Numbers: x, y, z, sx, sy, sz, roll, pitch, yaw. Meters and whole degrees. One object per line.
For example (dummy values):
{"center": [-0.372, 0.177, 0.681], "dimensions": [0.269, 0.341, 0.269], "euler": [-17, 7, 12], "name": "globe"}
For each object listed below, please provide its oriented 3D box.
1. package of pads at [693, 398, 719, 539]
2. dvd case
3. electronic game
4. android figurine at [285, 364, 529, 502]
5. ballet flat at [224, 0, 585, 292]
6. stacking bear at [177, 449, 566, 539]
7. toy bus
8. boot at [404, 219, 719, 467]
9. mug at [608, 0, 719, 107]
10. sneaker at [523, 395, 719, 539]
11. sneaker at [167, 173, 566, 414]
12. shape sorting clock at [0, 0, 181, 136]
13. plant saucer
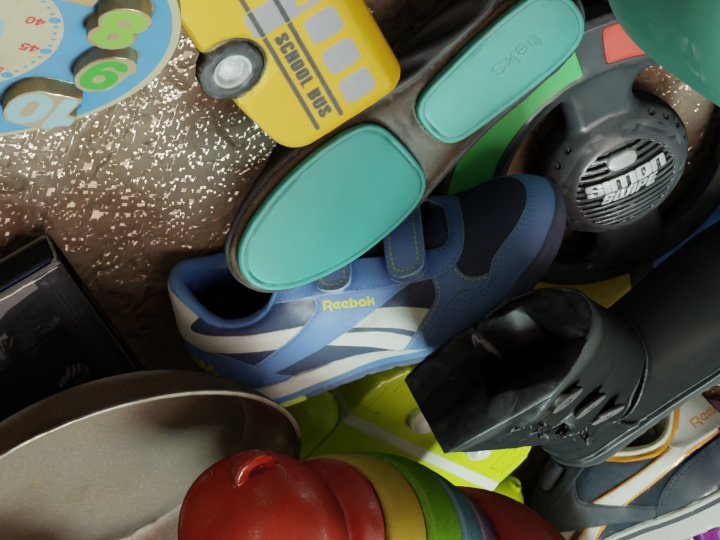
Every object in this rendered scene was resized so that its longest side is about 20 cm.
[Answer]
{"center": [0.280, 0.142, 1.457], "dimensions": [0.199, 0.121, 0.076], "euler": [8, 125, -34], "name": "package of pads"}
{"center": [-0.200, 0.083, 1.208], "dimensions": [0.200, 0.025, 0.150], "euler": [-29, 137, 0], "name": "dvd case"}
{"center": [0.124, -0.052, 1.252], "dimensions": [0.199, 0.042, 0.200], "euler": [-14, 135, -15], "name": "electronic game"}
{"center": [0.011, 0.105, 1.330], "dimensions": [0.200, 0.041, 0.182], "euler": [-44, 135, 17], "name": "android figurine"}
{"center": [0.015, -0.068, 1.156], "dimensions": [0.200, 0.073, 0.073], "euler": [-40, 136, 0], "name": "ballet flat"}
{"center": [-0.007, 0.137, 1.206], "dimensions": [0.122, 0.114, 0.200], "euler": [-51, 143, 12], "name": "stacking bear"}
{"center": [-0.058, -0.137, 1.059], "dimensions": [0.078, 0.065, 0.200], "euler": [-31, 137, 1], "name": "toy bus"}
{"center": [0.119, 0.026, 1.201], "dimensions": [0.165, 0.066, 0.200], "euler": [-47, 156, 9], "name": "boot"}
{"center": [0.211, -0.132, 1.145], "dimensions": [0.185, 0.114, 0.152], "euler": [27, 100, -37], "name": "mug"}
{"center": [0.130, 0.125, 1.403], "dimensions": [0.200, 0.080, 0.078], "euler": [-31, 177, 34], "name": "sneaker"}
{"center": [0.000, 0.000, 1.191], "dimensions": [0.199, 0.074, 0.082], "euler": [-24, 128, 16], "name": "sneaker"}
{"center": [-0.170, -0.096, 1.008], "dimensions": [0.199, 0.039, 0.200], "euler": [-1, 160, 0], "name": "shape sorting clock"}
{"center": [-0.125, 0.103, 1.196], "dimensions": [0.200, 0.032, 0.200], "euler": [-21, 151, -12], "name": "plant saucer"}
